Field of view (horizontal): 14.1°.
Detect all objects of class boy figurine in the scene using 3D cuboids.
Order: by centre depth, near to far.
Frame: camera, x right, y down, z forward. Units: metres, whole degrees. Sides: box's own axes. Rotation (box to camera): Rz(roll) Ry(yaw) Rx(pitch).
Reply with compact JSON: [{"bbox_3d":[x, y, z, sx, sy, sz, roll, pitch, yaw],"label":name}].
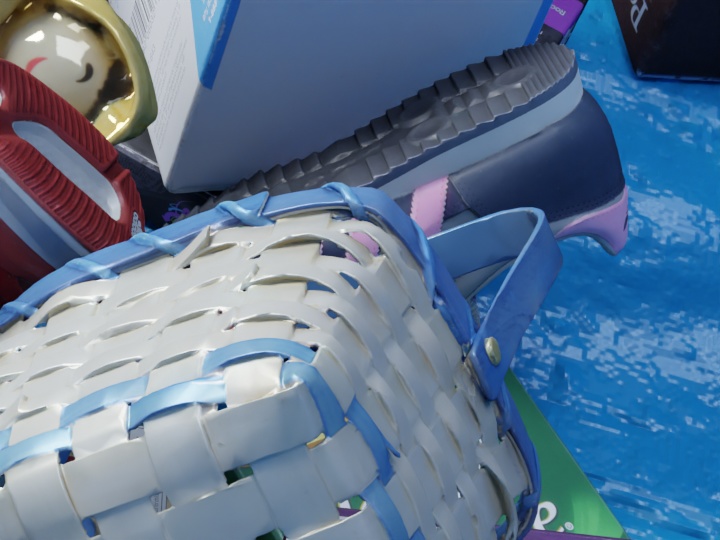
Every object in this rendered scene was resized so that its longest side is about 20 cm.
[{"bbox_3d":[-0.152,-0.098,0.935,0.200,0.064,0.124,41,90,-16],"label":"boy figurine"}]

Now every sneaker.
[{"bbox_3d":[-0.170,-0.042,0.889,0.200,0.115,0.078,47,24,-21],"label":"sneaker"},{"bbox_3d":[0.000,0.000,1.006,0.199,0.082,0.070,-25,25,12],"label":"sneaker"}]

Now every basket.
[{"bbox_3d":[-0.035,0.048,0.870,0.139,0.176,0.200,62,23,-20],"label":"basket"}]

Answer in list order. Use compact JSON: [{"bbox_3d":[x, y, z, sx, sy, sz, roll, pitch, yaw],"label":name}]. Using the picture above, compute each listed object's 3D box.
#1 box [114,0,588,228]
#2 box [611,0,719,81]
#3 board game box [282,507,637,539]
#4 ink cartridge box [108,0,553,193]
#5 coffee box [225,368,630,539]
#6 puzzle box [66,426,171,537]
[{"bbox_3d":[-0.013,-0.075,1.118,0.143,0.036,0.200,29,47,6],"label":"box"},{"bbox_3d":[0.199,-0.200,1.187,0.163,0.200,0.166,1,51,-19],"label":"box"},{"bbox_3d":[0.073,0.139,0.913,0.199,0.032,0.120,8,48,-9],"label":"board game box"},{"bbox_3d":[-0.024,-0.147,1.063,0.125,0.129,0.201,-3,53,-22],"label":"ink cartridge box"},{"bbox_3d":[0.039,0.119,0.967,0.123,0.044,0.200,-17,59,-29],"label":"coffee box"},{"bbox_3d":[-0.127,0.121,0.918,0.132,0.025,0.201,10,49,-11],"label":"puzzle box"}]
